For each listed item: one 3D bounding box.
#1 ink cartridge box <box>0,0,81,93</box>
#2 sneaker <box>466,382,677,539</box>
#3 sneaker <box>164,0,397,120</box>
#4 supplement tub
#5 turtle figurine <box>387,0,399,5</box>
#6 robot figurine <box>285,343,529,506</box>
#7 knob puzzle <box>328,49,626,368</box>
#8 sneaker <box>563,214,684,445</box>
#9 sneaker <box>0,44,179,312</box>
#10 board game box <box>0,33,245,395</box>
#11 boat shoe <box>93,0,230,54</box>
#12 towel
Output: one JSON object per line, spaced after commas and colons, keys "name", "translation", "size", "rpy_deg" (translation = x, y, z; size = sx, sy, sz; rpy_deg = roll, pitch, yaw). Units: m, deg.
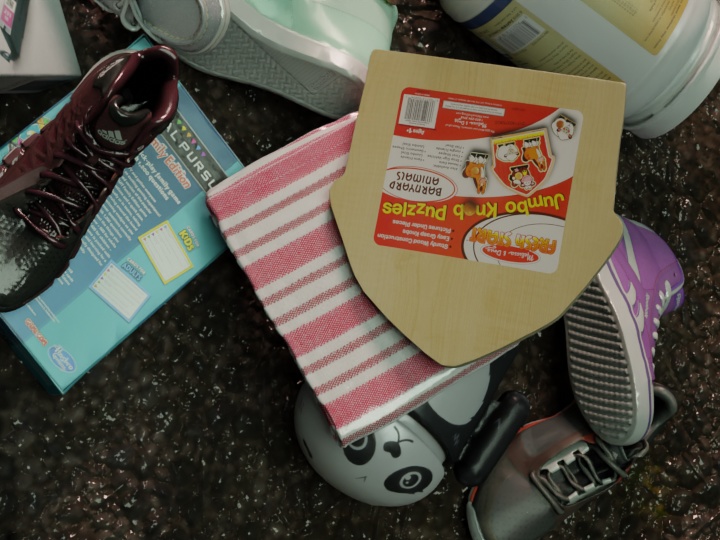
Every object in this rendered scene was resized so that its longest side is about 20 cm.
{"name": "ink cartridge box", "translation": [-0.259, -0.198, 0.925], "size": [0.043, 0.200, 0.176], "rpy_deg": [-15, 93, 18]}
{"name": "sneaker", "translation": [0.163, 0.142, 1.131], "size": [0.200, 0.082, 0.077], "rpy_deg": [-41, 101, -22]}
{"name": "sneaker", "translation": [-0.068, -0.194, 1.075], "size": [0.199, 0.074, 0.119], "rpy_deg": [26, 49, -5]}
{"name": "supplement tub", "translation": [0.175, -0.205, 1.133], "size": [0.199, 0.144, 0.146], "rpy_deg": [33, 73, -18]}
{"name": "turtle figurine", "translation": [0.076, -0.268, 1.062], "size": [0.064, 0.161, 0.201], "rpy_deg": [35, 37, -22]}
{"name": "robot figurine", "translation": [0.037, 0.069, 1.057], "size": [0.201, 0.149, 0.125], "rpy_deg": [-57, 150, -18]}
{"name": "knob puzzle", "translation": [0.075, -0.035, 0.981], "size": [0.216, 0.030, 0.223], "rpy_deg": [-2, 79, 11]}
{"name": "sneaker", "translation": [0.215, 0.040, 1.142], "size": [0.113, 0.073, 0.203], "rpy_deg": [9, 58, -29]}
{"name": "sneaker", "translation": [-0.178, -0.067, 0.927], "size": [0.075, 0.115, 0.201], "rpy_deg": [35, 72, -17]}
{"name": "board game box", "translation": [-0.180, -0.038, 1.013], "size": [0.200, 0.047, 0.152], "rpy_deg": [-42, 102, -22]}
{"name": "boat shoe", "translation": [-0.173, -0.216, 0.991], "size": [0.202, 0.075, 0.065], "rpy_deg": [45, 33, 3]}
{"name": "towel", "translation": [0.000, 0.000, 1.003], "size": [0.145, 0.030, 0.201], "rpy_deg": [-28, 78, -12]}
